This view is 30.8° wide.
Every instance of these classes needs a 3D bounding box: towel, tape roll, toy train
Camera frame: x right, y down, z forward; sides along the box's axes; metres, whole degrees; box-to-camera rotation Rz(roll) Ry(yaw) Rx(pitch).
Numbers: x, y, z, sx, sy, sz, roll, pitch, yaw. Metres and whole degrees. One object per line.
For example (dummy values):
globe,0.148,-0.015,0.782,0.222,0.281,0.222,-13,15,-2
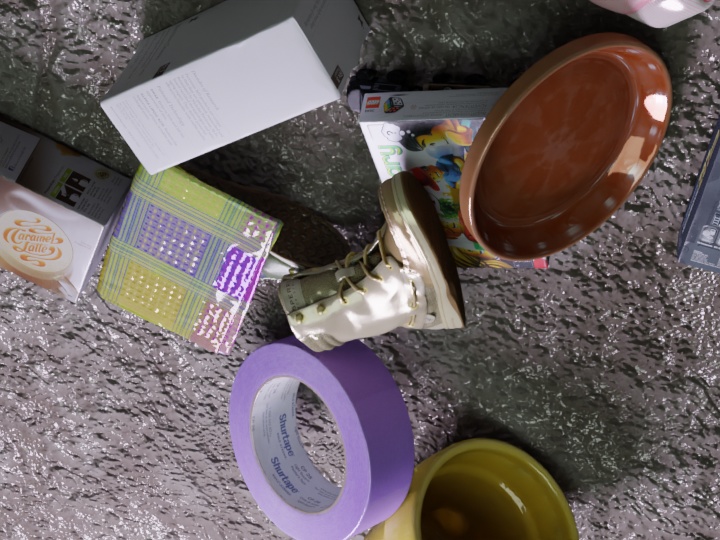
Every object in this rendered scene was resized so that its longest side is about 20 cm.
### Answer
towel,-0.159,-0.011,1.189,0.142,0.023,0.201,27,134,0
tape roll,-0.041,0.161,1.275,0.199,0.065,0.203,14,111,41
toy train,0.084,-0.140,1.078,0.197,0.046,0.034,5,130,12

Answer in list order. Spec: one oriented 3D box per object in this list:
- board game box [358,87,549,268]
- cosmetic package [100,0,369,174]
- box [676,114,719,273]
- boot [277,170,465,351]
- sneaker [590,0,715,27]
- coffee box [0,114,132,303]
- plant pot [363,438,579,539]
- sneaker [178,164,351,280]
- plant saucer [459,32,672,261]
board game box,0.085,-0.073,1.102,0.125,0.035,0.201,0,144,19
cosmetic package,-0.101,-0.166,1.068,0.198,0.113,0.081,-20,121,27
box,0.374,-0.055,1.060,0.197,0.051,0.159,14,131,6
boot,0.000,0.000,1.118,0.153,0.074,0.201,-11,148,10
sneaker,0.234,-0.254,0.923,0.104,0.076,0.201,30,138,-3
coffee box,-0.330,-0.071,1.230,0.198,0.080,0.115,27,130,-6
plant pot,0.094,0.294,1.344,0.200,0.202,0.189,34,145,-13
sneaker,-0.110,-0.026,1.220,0.198,0.068,0.090,22,139,-2
plant saucer,0.159,-0.097,1.030,0.198,0.032,0.202,-22,138,-22
